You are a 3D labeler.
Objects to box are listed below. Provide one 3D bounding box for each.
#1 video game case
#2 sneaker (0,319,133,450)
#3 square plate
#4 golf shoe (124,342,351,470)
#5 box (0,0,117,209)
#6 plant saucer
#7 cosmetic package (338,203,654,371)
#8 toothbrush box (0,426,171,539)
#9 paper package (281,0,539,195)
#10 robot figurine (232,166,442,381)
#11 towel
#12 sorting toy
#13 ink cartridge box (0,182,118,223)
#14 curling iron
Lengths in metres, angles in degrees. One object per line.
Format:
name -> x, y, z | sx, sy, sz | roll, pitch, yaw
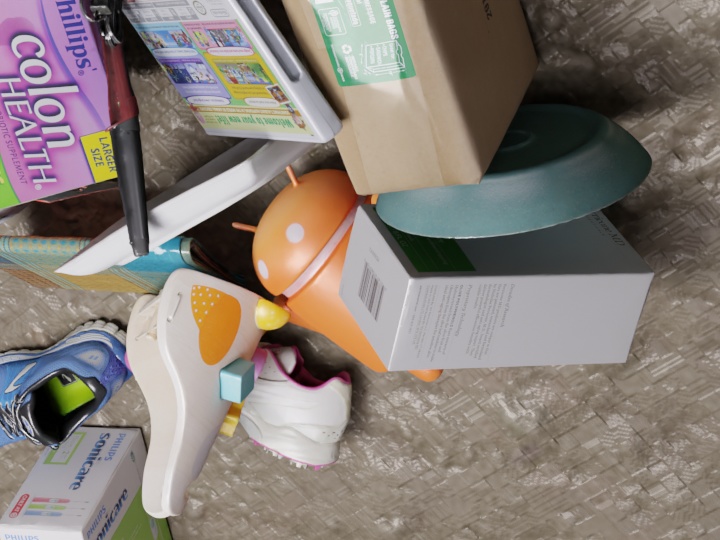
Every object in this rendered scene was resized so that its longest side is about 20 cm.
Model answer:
video game case -> -0.109, -0.168, 1.517 | 0.182, 0.022, 0.200 | 56, 160, -20
sneaker -> -0.284, 0.112, 1.890 | 0.200, 0.089, 0.079 | -28, 110, 32
square plate -> -0.109, -0.064, 1.642 | 0.200, 0.198, 0.028 | -28, 99, 32
golf shoe -> -0.098, 0.090, 1.837 | 0.200, 0.075, 0.092 | 24, 105, 4
box -> -0.284, -0.140, 1.609 | 0.200, 0.097, 0.176 | -16, 126, -2
plant saucer -> 0.106, -0.078, 1.564 | 0.200, 0.200, 0.036 | -3, 114, 20
cosmetic package -> 0.098, 0.010, 1.603 | 0.200, 0.108, 0.085 | -3, 123, -25
toothbrush box -> -0.234, 0.259, 1.941 | 0.086, 0.146, 0.200 | 1, 124, 18
paper package -> 0.035, -0.179, 1.520 | 0.103, 0.191, 0.200 | -8, 119, 23
robot figurine -> -0.001, 0.001, 1.703 | 0.200, 0.117, 0.144 | 37, 170, -9
towel -> -0.204, -0.006, 1.773 | 0.200, 0.022, 0.147 | 3, 167, 18
sorting toy -> -0.136, 0.106, 1.726 | 0.107, 0.180, 0.200 | 16, 170, -11
ink cartridge box -> -0.304, -0.046, 1.743 | 0.200, 0.160, 0.047 | 3, 98, 17
curling iron -> -0.172, -0.109, 1.546 | 0.026, 0.050, 0.200 | -6, 94, 14
